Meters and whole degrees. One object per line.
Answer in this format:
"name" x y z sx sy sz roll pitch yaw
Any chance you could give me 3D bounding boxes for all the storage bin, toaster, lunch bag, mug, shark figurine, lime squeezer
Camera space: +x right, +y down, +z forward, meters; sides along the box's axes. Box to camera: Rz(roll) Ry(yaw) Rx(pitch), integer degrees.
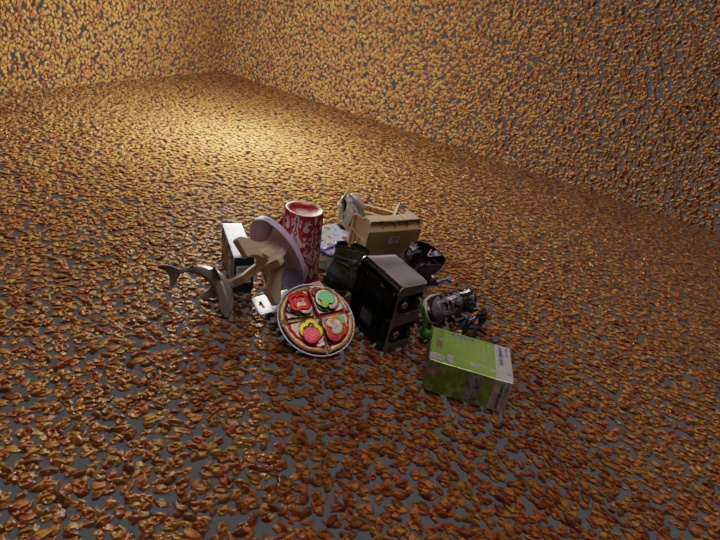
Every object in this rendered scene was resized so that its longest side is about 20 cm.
"storage bin" 0.027 -0.194 2.062 0.193 0.097 0.200 15 27 6
"toaster" 0.060 0.073 1.489 0.116 0.186 0.199 -6 32 -38
"lunch bag" -0.084 -0.075 1.826 0.158 0.078 0.198 31 32 27
"storage bin" 0.063 -0.076 1.752 0.195 0.204 0.094 -6 34 -33
"mug" -0.185 -0.081 1.632 0.172 0.206 0.133 19 27 15
"shark figurine" -0.383 0.010 1.465 0.209 0.091 0.130 26 59 12
"lime squeezer" 0.188 0.148 1.532 0.037 0.073 0.198 20 -7 43

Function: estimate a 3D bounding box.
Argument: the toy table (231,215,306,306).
"toy table" -0.225 -0.019 1.455 0.201 0.182 0.117 50 41 -7

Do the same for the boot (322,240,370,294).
"boot" 0.000 0.000 1.624 0.195 0.134 0.068 16 20 -28

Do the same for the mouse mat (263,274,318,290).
"mouse mat" -0.185 0.035 1.642 0.155 0.008 0.201 1 28 -22

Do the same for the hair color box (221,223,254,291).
"hair color box" -0.335 -0.039 1.610 0.058 0.103 0.201 -3 30 -21

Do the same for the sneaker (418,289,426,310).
"sneaker" 0.118 0.073 1.630 0.105 0.072 0.200 22 20 7

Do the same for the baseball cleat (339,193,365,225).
"baseball cleat" -0.011 -0.144 1.907 0.105 0.205 0.069 -22 -3 -41

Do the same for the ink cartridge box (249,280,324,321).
"ink cartridge box" -0.173 0.080 1.497 0.194 0.038 0.095 -12 28 -23

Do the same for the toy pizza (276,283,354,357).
"toy pizza" -0.103 0.111 1.416 0.193 0.032 0.205 12 50 -14

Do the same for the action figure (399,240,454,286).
"action figure" 0.183 0.006 1.703 0.147 0.202 0.134 -37 66 -16

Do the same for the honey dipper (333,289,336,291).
"honey dipper" -0.074 0.081 1.577 0.037 0.039 0.201 10 23 -5

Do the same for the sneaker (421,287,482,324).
"sneaker" 0.253 0.089 1.606 0.112 0.078 0.197 -15 -1 42

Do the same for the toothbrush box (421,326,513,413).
"toothbrush box" 0.247 0.227 1.376 0.193 0.089 0.146 14 26 4

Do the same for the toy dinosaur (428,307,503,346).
"toy dinosaur" 0.282 0.145 1.560 0.192 0.109 0.181 4 4 10
